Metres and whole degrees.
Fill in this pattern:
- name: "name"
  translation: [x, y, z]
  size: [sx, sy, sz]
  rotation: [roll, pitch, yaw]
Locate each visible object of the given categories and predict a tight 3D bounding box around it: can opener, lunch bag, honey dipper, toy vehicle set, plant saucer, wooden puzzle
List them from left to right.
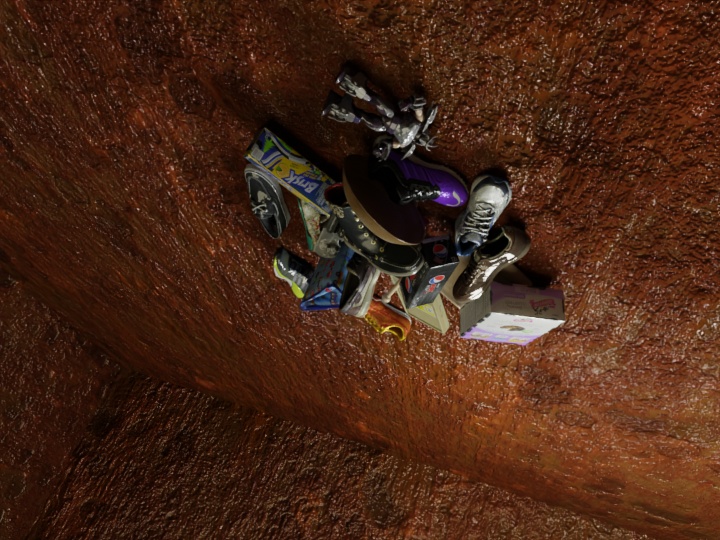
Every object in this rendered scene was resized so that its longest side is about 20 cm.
- name: "lunch bag"
  translation: [-0.072, 0.013, 1.295]
  size: [0.094, 0.153, 0.197]
  rotation: [38, 147, -29]
- name: "can opener"
  translation: [-0.047, -0.107, 1.171]
  size: [0.052, 0.068, 0.202]
  rotation: [21, 131, -10]
- name: "plant saucer"
  translation: [0.034, -0.118, 0.962]
  size: [0.198, 0.203, 0.035]
  rotation: [36, 123, -23]
- name: "honey dipper"
  translation: [0.105, 0.012, 1.225]
  size: [0.037, 0.038, 0.201]
  rotation: [27, 131, -11]
- name: "toy vehicle set"
  translation: [0.147, 0.075, 1.328]
  size: [0.123, 0.027, 0.201]
  rotation: [28, 160, 31]
- name: "wooden puzzle"
  translation: [0.251, 0.009, 1.198]
  size: [0.184, 0.038, 0.198]
  rotation: [38, 142, -25]

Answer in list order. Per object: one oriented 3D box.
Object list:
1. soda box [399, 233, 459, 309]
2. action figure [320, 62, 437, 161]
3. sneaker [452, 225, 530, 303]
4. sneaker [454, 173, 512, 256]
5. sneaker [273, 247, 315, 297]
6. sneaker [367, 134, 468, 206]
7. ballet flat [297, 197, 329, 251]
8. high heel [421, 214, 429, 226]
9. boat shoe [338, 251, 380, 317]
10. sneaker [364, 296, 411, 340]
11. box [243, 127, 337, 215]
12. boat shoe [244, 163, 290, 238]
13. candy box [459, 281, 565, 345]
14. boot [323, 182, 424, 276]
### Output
- name: "soda box"
  translation: [0.138, 0.007, 1.123]
  size: [0.069, 0.065, 0.201]
  rotation: [-12, 156, -15]
- name: "action figure"
  translation: [0.039, -0.244, 0.873]
  size: [0.196, 0.070, 0.131]
  rotation: [25, 127, -12]
- name: "sneaker"
  translation: [0.240, -0.017, 1.069]
  size: [0.074, 0.071, 0.200]
  rotation: [23, 124, -33]
- name: "sneaker"
  translation: [0.221, -0.092, 0.995]
  size: [0.075, 0.087, 0.202]
  rotation: [18, 150, 4]
- name: "sneaker"
  translation: [-0.164, 0.001, 1.436]
  size: [0.079, 0.076, 0.201]
  rotation: [-6, 148, 24]
- name: "sneaker"
  translation: [0.096, -0.149, 0.963]
  size: [0.196, 0.101, 0.070]
  rotation: [27, 147, -5]
- name: "ballet flat"
  translation: [-0.097, -0.106, 1.210]
  size: [0.062, 0.077, 0.201]
  rotation: [-14, 154, -6]
- name: "high heel"
  translation: [0.100, -0.048, 1.159]
  size: [0.094, 0.068, 0.202]
  rotation: [22, 149, 22]
- name: "boat shoe"
  translation: [0.000, 0.000, 1.152]
  size: [0.063, 0.206, 0.072]
  rotation: [7, -166, -31]
- name: "sneaker"
  translation: [0.048, 0.124, 1.475]
  size: [0.196, 0.079, 0.073]
  rotation: [26, 153, -4]
- name: "box"
  translation: [-0.130, -0.192, 1.065]
  size: [0.198, 0.065, 0.070]
  rotation: [36, 176, -22]
- name: "boat shoe"
  translation: [-0.214, -0.149, 1.209]
  size: [0.070, 0.069, 0.202]
  rotation: [11, 149, 18]
- name: "candy box"
  translation: [0.327, 0.098, 1.191]
  size: [0.163, 0.074, 0.201]
  rotation: [7, 158, -7]
- name: "boot"
  translation: [0.021, -0.077, 1.027]
  size: [0.201, 0.074, 0.155]
  rotation: [29, 161, 34]
